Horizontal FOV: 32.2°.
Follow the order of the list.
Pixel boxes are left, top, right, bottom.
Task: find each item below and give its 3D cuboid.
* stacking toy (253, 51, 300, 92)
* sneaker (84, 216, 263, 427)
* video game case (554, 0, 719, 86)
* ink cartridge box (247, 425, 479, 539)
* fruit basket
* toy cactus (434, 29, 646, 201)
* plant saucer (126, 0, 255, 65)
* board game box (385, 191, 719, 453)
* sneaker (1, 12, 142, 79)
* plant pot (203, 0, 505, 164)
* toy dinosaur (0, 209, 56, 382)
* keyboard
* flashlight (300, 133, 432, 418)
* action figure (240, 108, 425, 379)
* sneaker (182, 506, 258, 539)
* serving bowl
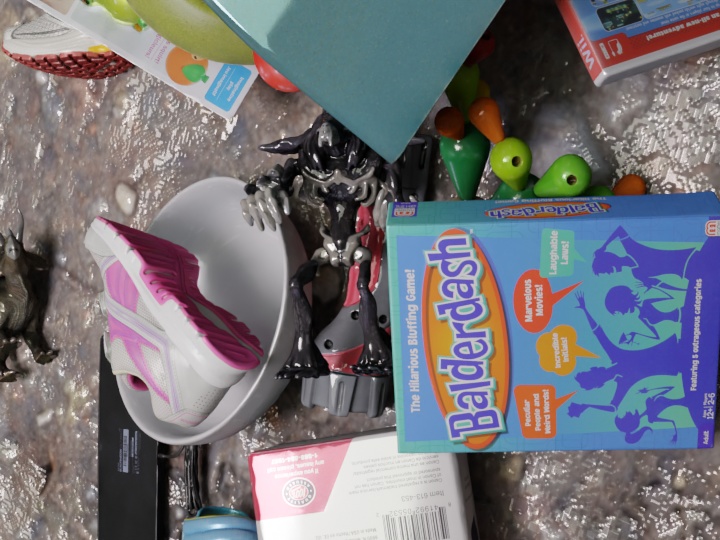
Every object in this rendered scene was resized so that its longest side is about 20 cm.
[{"bbox_3d":[-0.061,-0.221,0.840,0.084,0.085,0.203,-12,94,31],"label":"stacking toy"},{"bbox_3d":[-0.153,0.035,0.892,0.089,0.081,0.200,-55,46,14],"label":"sneaker"},{"bbox_3d":[0.164,-0.222,0.766,0.017,0.141,0.203,122,128,-68],"label":"video game case"},{"bbox_3d":[0.012,0.213,0.854,0.142,0.084,0.204,-10,85,10],"label":"ink cartridge box"},{"bbox_3d":[-0.134,-0.238,0.921,0.198,0.094,0.187,30,80,10],"label":"fruit basket"},{"bbox_3d":[0.095,-0.048,0.827,0.201,0.102,0.164,52,142,-6],"label":"toy cactus"},{"bbox_3d":[-0.086,-0.249,0.887,0.031,0.197,0.204,153,108,-72],"label":"plant saucer"},{"bbox_3d":[0.116,0.034,0.761,0.196,0.045,0.155,-2,112,6],"label":"board game box"},{"bbox_3d":[-0.208,-0.209,1.026,0.197,0.078,0.084,-9,82,22],"label":"sneaker"},{"bbox_3d":[-0.021,-0.190,0.734,0.199,0.142,0.142,34,104,-6],"label":"plant pot"},{"bbox_3d":[-0.329,0.046,1.108,0.199,0.076,0.103,-39,59,31],"label":"toy dinosaur"},{"bbox_3d":[-0.171,0.151,1.030,0.126,0.020,0.204,2,92,37],"label":"keyboard"},{"bbox_3d":[0.000,0.000,0.896,0.067,0.067,0.204,10,96,39],"label":"flashlight"},{"bbox_3d":[-0.014,-0.032,0.818,0.117,0.102,0.204,-2,87,4],"label":"action figure"},{"bbox_3d":[-0.112,0.259,0.949,0.201,0.078,0.132,123,148,-42],"label":"sneaker"},{"bbox_3d":[-0.103,0.035,0.947,0.198,0.065,0.204,-16,66,39],"label":"serving bowl"}]
